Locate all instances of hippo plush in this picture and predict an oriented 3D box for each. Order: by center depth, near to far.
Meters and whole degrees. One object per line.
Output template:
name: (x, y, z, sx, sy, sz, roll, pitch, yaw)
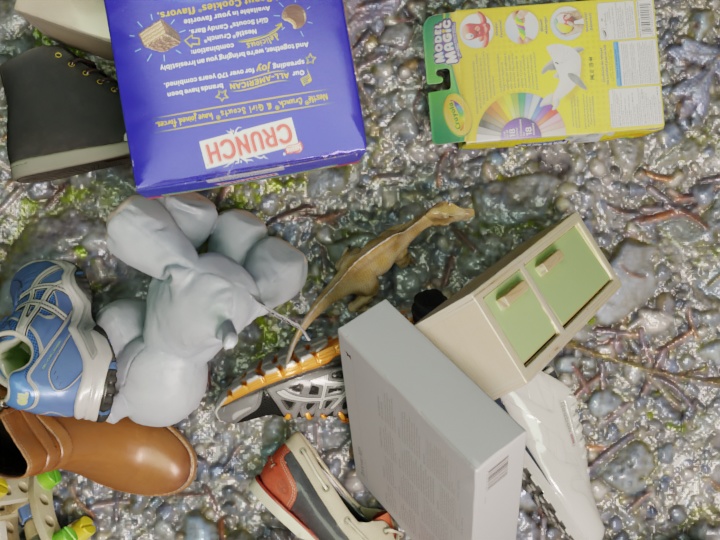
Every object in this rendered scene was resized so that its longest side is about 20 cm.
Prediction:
hippo plush: (-0.132, 0.047, 0.794, 0.200, 0.159, 0.161, 45, 119, 30)

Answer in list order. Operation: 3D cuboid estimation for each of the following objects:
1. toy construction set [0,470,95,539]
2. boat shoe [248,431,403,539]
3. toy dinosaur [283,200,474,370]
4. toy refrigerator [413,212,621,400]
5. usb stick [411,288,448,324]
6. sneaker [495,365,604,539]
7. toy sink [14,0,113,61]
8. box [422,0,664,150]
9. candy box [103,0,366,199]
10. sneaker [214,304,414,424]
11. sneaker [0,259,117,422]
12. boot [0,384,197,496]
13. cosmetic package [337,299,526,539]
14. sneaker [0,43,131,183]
toy construction set: (-0.289, 0.200, 0.757, 0.092, 0.200, 0.132, -31, 74, -2)
boat shoe: (-0.002, 0.222, 0.817, 0.200, 0.071, 0.063, 41, 85, 4)
toy dinosaur: (0.000, 0.000, 0.801, 0.200, 0.101, 0.058, -39, 84, -8)
toy refrigerator: (0.130, 0.025, 0.759, 0.070, 0.200, 0.076, -33, 89, 40)
usb stick: (0.074, 0.114, 0.796, 0.032, 0.056, 0.201, -12, 109, -3)
sneaker: (0.158, 0.140, 0.822, 0.080, 0.076, 0.201, -31, 91, -11)
toy sink: (-0.156, -0.229, 0.802, 0.199, 0.112, 0.131, 18, 89, -1)
box: (0.154, -0.167, 0.840, 0.198, 0.048, 0.118, -4, 89, -4)
candy box: (-0.094, -0.165, 0.709, 0.168, 0.077, 0.202, -9, 88, -3)
sneaker: (-0.025, 0.095, 0.816, 0.199, 0.078, 0.078, -19, 99, 0)
sneaker: (-0.250, 0.045, 0.759, 0.077, 0.200, 0.076, 3, 112, -32)
boot: (-0.231, 0.134, 0.768, 0.199, 0.155, 0.077, 30, 88, 0)
cosmetic package: (0.052, 0.140, 0.729, 0.052, 0.201, 0.151, -32, 53, -23)
sneaker: (-0.206, -0.145, 0.816, 0.198, 0.075, 0.107, -11, 91, 0)
